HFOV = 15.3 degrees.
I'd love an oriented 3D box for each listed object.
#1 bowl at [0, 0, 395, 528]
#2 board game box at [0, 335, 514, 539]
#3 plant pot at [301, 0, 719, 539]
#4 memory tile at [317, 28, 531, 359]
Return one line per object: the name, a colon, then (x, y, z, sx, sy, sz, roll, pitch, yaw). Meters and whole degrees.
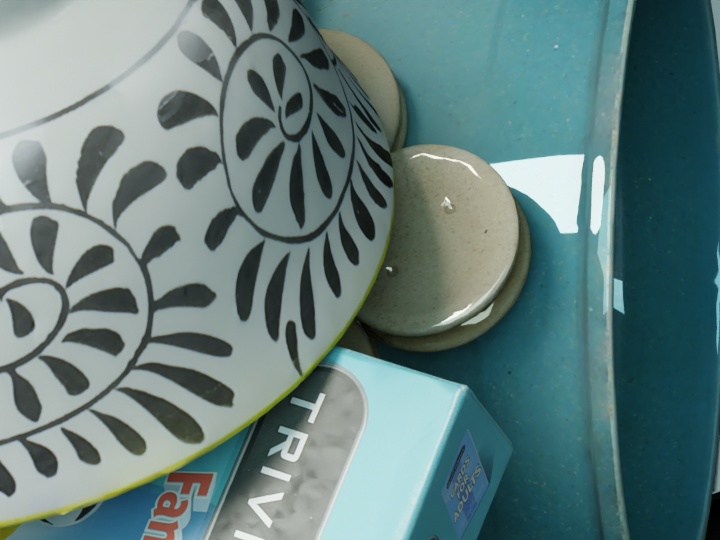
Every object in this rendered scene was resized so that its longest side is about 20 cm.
bowl: (-0.095, -0.046, 0.599, 0.199, 0.095, 0.202, -4, 42, 3)
board game box: (-0.085, 0.074, 0.616, 0.199, 0.047, 0.152, 16, 74, 23)
plant pot: (0.000, 0.000, 0.773, 0.186, 0.200, 0.202, 0, 81, 16)
memory tile: (-0.068, 0.012, 0.672, 0.200, 0.017, 0.153, -41, 62, -2)
